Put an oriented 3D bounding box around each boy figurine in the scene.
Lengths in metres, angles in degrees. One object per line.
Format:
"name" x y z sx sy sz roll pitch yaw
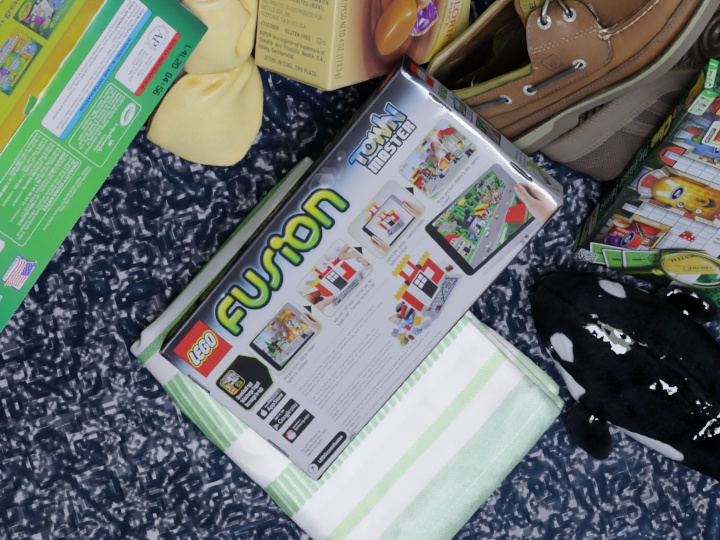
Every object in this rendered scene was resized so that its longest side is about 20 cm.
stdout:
"boy figurine" -0.077 -0.153 1.289 0.064 0.125 0.201 5 119 0

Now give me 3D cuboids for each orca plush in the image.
"orca plush" 0.171 0.080 1.332 0.105 0.071 0.201 -33 102 -2

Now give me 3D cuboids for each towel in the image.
"towel" -0.006 0.058 1.345 0.200 0.023 0.153 44 88 -8

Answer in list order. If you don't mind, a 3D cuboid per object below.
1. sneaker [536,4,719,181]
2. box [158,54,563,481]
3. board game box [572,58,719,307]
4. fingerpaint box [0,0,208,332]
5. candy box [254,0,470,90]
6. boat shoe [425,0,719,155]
"sneaker" 0.178 -0.104 1.281 0.075 0.200 0.071 24 56 -34
"box" 0.000 0.000 1.285 0.110 0.035 0.200 40 105 -7
"board game box" 0.189 -0.038 1.281 0.104 0.200 0.024 17 63 -7
"fingerpaint box" -0.197 -0.084 1.247 0.201 0.167 0.073 -56 140 -3
"candy box" 0.008 -0.203 1.261 0.116 0.056 0.201 -20 123 -47
"boat shoe" 0.106 -0.123 1.249 0.068 0.200 0.072 19 48 -30
